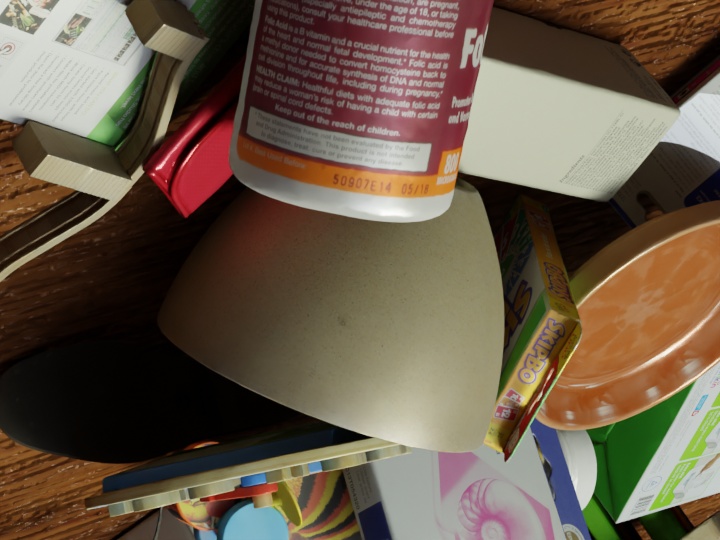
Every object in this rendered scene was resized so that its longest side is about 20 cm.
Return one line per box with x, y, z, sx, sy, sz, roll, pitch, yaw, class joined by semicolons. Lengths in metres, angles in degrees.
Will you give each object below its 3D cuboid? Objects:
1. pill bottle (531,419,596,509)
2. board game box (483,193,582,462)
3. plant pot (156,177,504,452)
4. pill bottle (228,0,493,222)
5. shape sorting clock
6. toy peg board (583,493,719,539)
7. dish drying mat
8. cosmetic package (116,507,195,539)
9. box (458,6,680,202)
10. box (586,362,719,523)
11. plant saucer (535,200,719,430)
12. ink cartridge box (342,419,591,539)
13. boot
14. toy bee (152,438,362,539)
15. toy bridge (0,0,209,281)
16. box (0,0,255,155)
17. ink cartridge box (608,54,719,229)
0.070;0.147;1.451;0.199;0.111;0.112;-4;137;-38;pill bottle
0.095;0.032;1.256;0.030;0.200;0.096;23;111;-14;board game box
0.000;0.000;1.157;0.200;0.200;0.135;11;103;-47;plant pot
0.008;-0.134;0.981;0.114;0.114;0.201;-1;109;-40;pill bottle
-0.059;0.116;1.170;0.199;0.039;0.200;-13;179;0;shape sorting clock
0.195;0.233;1.693;0.200;0.098;0.199;-36;170;8;toy peg board
-0.033;-0.111;1.066;0.200;0.018;0.077;-48;163;-5;dish drying mat
-0.145;0.303;1.416;0.200;0.165;0.165;-34;147;0;cosmetic package
0.091;-0.100;1.192;0.199;0.068;0.082;10;127;-47;box
0.273;0.081;1.555;0.176;0.097;0.201;-12;141;-30;box
0.186;0.026;1.317;0.199;0.032;0.201;-23;146;-16;plant saucer
0.077;0.132;1.362;0.199;0.197;0.043;-4;158;-37;ink cartridge box
-0.130;0.082;1.241;0.199;0.074;0.075;-3;169;-24;boot
-0.082;0.141;1.312;0.199;0.131;0.109;-8;96;-44;toy bee
-0.143;-0.053;1.025;0.200;0.027;0.067;-47;147;21;toy bridge
-0.141;-0.134;0.981;0.200;0.036;0.144;17;122;-49;box
0.252;-0.092;1.326;0.200;0.037;0.095;-41;106;8;ink cartridge box
